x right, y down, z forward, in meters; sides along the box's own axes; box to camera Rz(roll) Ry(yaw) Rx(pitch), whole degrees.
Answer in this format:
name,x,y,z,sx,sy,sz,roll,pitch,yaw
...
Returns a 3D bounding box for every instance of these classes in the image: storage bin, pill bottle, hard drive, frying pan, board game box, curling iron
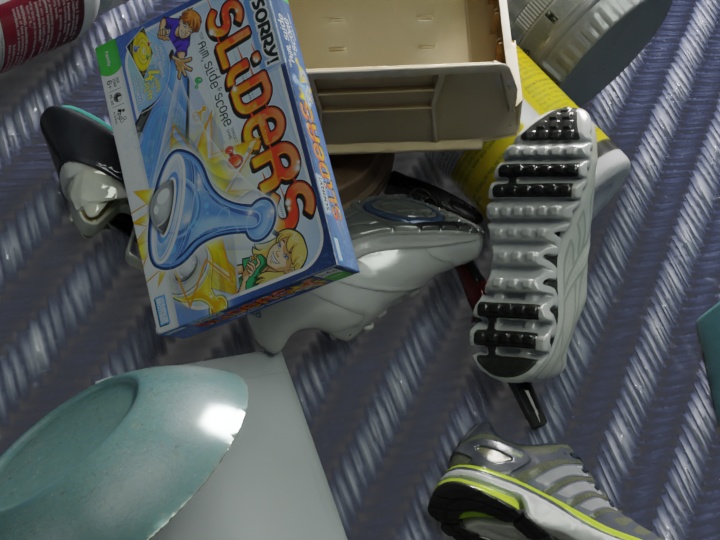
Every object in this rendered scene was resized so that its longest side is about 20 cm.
name,x,y,z,sx,sy,sz,roll,pitch,yaw
storage bin,0.014,-0.192,0.869,0.196,0.094,0.202,-2,57,1
pill bottle,-0.261,-0.206,0.862,0.110,0.110,0.199,45,52,12
hard drive,-0.081,0.151,0.743,0.130,0.026,0.202,-8,60,-27
frying pan,0.003,-0.094,0.942,0.188,0.031,0.116,10,57,-18
board game box,-0.088,-0.073,0.755,0.034,0.134,0.202,15,57,-65
pill bottle,0.110,-0.115,0.950,0.114,0.115,0.200,-31,72,-35
curling iron,0.083,0.029,0.886,0.049,0.026,0.201,-26,80,-19

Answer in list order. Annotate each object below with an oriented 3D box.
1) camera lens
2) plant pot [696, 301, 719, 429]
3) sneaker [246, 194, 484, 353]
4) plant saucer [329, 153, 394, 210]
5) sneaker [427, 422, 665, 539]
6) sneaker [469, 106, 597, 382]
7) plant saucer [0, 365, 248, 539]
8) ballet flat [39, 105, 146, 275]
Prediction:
name,x,y,z,sx,sy,sz,roll,pitch,yaw
camera lens,0.152,-0.256,1.035,0.159,0.160,0.200,-30,72,-35
plant pot,0.376,0.053,0.887,0.140,0.201,0.143,9,54,-16
sneaker,0.000,0.000,0.833,0.198,0.088,0.074,-11,25,-27
plant saucer,-0.065,-0.119,0.901,0.198,0.030,0.202,9,56,-13
sneaker,0.147,0.162,0.801,0.198,0.074,0.081,26,48,-6
sneaker,0.133,-0.016,0.851,0.081,0.075,0.203,20,82,-51
plant saucer,-0.153,0.106,0.638,0.039,0.200,0.201,56,49,-20
ballet flat,-0.154,-0.040,0.819,0.199,0.073,0.073,36,51,1
